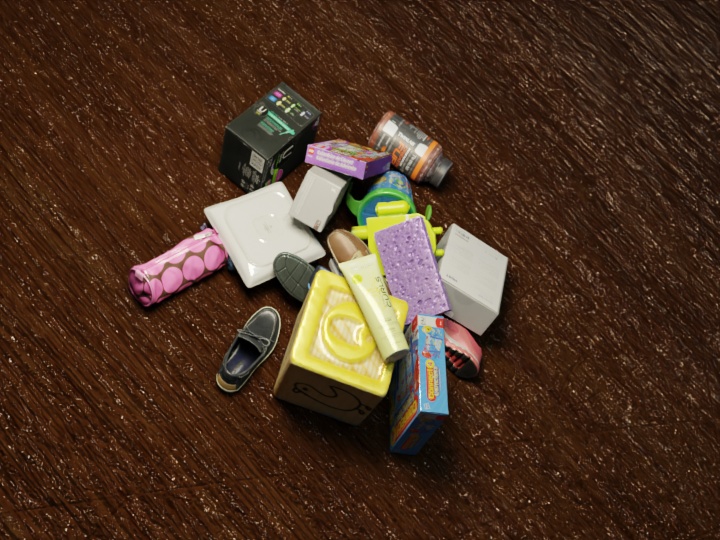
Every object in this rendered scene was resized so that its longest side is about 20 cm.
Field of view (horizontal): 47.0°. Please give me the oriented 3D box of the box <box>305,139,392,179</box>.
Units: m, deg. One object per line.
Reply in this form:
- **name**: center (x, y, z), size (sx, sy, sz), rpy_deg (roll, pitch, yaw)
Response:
- **box**: center (-0.022, -0.243, 1.788), size (0.134, 0.040, 0.200), rpy_deg (18, 17, 14)

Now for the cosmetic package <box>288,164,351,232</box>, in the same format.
- **cosmetic package**: center (-0.081, -0.164, 1.760), size (0.089, 0.109, 0.200), rpy_deg (28, 15, 2)

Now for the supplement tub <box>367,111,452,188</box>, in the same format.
- **supplement tub**: center (0.121, -0.281, 1.961), size (0.198, 0.108, 0.108), rpy_deg (35, 54, 5)

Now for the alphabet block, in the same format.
- **alphabet block**: center (-0.039, 0.150, 1.564), size (0.191, 0.201, 0.200), rpy_deg (18, 61, -6)

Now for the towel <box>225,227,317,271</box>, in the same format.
- **towel**: center (-0.193, -0.053, 1.744), size (0.195, 0.049, 0.114), rpy_deg (-4, 61, -22)

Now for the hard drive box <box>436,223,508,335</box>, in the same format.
- **hard drive box**: center (0.229, 0.016, 1.792), size (0.154, 0.077, 0.202), rpy_deg (31, 39, -5)

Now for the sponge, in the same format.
- **sponge**: center (0.105, 0.002, 1.695), size (0.030, 0.109, 0.205), rpy_deg (3, 68, -67)

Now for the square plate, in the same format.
- **square plate**: center (-0.196, -0.084, 1.716), size (0.195, 0.029, 0.202), rpy_deg (-23, 71, -29)

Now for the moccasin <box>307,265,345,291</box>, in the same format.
- **moccasin**: center (-0.005, 0.037, 1.631), size (0.195, 0.081, 0.070), rpy_deg (17, 69, -5)

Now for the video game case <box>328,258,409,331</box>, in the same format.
- **video game case**: center (0.047, 0.044, 1.782), size (0.178, 0.023, 0.203), rpy_deg (-14, 64, -26)

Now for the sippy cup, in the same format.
- **sippy cup**: center (0.063, -0.150, 1.846), size (0.178, 0.138, 0.132), rpy_deg (46, 29, -24)

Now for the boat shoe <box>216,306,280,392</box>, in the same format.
- **boat shoe**: center (-0.212, 0.146, 1.605), size (0.074, 0.063, 0.202), rpy_deg (30, 53, 4)

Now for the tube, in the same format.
- **tube**: center (0.028, 0.064, 1.485), size (0.058, 0.051, 0.204), rpy_deg (15, 47, -54)

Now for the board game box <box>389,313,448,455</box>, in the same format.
- **board game box**: center (0.107, 0.220, 1.582), size (0.054, 0.201, 0.200), rpy_deg (8, 55, -12)

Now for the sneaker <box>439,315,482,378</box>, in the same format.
- **sneaker**: center (0.179, 0.135, 1.748), size (0.200, 0.074, 0.087), rpy_deg (46, 39, -2)

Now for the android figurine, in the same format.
- **android figurine**: center (0.079, -0.054, 1.753), size (0.194, 0.041, 0.187), rpy_deg (-6, 90, 9)

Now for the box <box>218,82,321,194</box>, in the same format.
- **box**: center (-0.199, -0.285, 1.826), size (0.123, 0.150, 0.200), rpy_deg (37, 54, 8)

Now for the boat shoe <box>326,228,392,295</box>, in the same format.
- **boat shoe**: center (0.000, 0.000, 1.710), size (0.075, 0.074, 0.201), rpy_deg (-40, 82, 12)

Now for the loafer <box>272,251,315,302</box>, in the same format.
- **loafer**: center (-0.101, 0.032, 1.692), size (0.199, 0.063, 0.072), rpy_deg (39, 95, -16)

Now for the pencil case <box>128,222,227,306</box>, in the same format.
- **pencil case**: center (-0.360, -0.012, 1.633), size (0.198, 0.094, 0.091), rpy_deg (-35, 73, -32)
